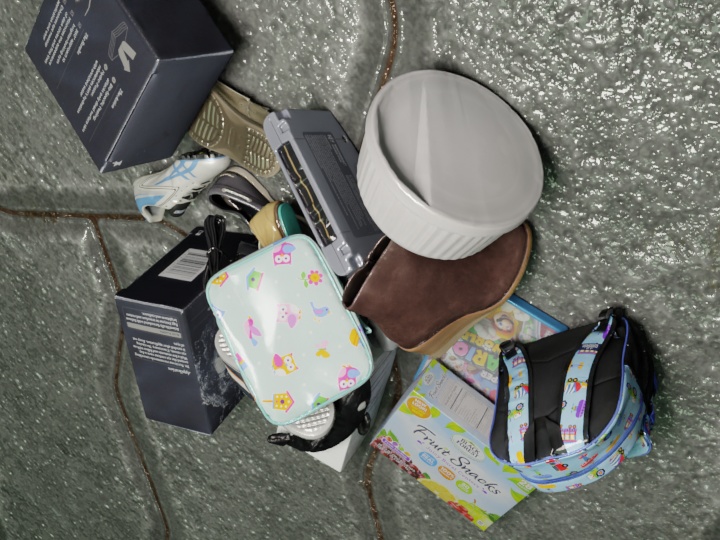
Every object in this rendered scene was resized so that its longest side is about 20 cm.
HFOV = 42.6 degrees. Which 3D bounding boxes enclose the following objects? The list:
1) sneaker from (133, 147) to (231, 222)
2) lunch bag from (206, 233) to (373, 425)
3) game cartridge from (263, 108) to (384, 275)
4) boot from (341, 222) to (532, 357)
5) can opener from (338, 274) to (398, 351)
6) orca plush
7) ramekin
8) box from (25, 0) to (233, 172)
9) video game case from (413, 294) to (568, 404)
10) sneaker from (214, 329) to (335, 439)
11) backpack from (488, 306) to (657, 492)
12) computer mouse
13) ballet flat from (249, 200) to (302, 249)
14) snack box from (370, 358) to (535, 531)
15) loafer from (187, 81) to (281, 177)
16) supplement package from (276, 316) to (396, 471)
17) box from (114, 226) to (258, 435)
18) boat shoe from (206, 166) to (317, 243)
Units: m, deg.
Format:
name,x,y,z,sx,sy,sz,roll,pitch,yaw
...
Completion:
name,x,y,z,sx,sy,sz,roll,pitch,yaw
sneaker,-0.234,-0.116,1.238,0.198,0.071,0.074,-17,95,44
lunch bag,-0.076,0.068,1.078,0.203,0.158,0.077,63,174,-3
game cartridge,-0.027,-0.093,1.072,0.040,0.132,0.203,-32,79,33
boot,0.090,-0.001,1.027,0.165,0.072,0.201,33,99,-39
can opener,0.000,0.000,1.108,0.203,0.052,0.066,63,151,0
orca plush,-0.059,0.197,1.186,0.198,0.071,0.106,-28,103,39
ramekin,0.086,-0.105,0.979,0.201,0.203,0.095,40,142,2
box,-0.281,-0.264,1.105,0.202,0.116,0.197,56,133,13
video game case,0.161,0.109,1.178,0.142,0.018,0.202,31,130,11
sneaker,-0.101,0.144,1.168,0.199,0.078,0.080,41,163,27
backpack,0.238,0.164,1.034,0.180,0.201,0.136,-21,117,30
computer mouse,-0.128,0.022,1.190,0.045,0.142,0.200,-23,137,23
ballet flat,-0.082,0.013,1.164,0.062,0.068,0.203,-23,89,25
snack box,0.131,0.234,1.227,0.198,0.068,0.169,36,140,3
loafer,-0.152,-0.180,1.156,0.199,0.068,0.077,39,122,26
supplement package,-0.030,0.150,1.260,0.112,0.110,0.203,26,129,14
box,-0.215,0.078,1.270,0.115,0.197,0.204,9,124,24
boat shoe,-0.120,-0.051,1.218,0.199,0.063,0.073,42,132,2
